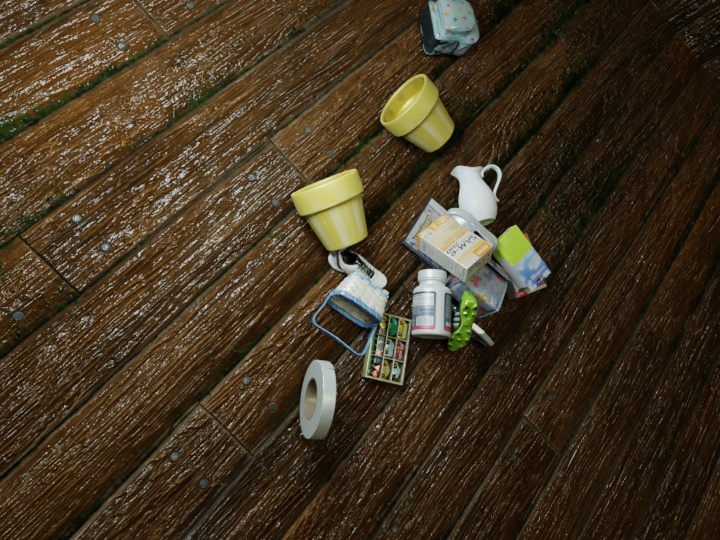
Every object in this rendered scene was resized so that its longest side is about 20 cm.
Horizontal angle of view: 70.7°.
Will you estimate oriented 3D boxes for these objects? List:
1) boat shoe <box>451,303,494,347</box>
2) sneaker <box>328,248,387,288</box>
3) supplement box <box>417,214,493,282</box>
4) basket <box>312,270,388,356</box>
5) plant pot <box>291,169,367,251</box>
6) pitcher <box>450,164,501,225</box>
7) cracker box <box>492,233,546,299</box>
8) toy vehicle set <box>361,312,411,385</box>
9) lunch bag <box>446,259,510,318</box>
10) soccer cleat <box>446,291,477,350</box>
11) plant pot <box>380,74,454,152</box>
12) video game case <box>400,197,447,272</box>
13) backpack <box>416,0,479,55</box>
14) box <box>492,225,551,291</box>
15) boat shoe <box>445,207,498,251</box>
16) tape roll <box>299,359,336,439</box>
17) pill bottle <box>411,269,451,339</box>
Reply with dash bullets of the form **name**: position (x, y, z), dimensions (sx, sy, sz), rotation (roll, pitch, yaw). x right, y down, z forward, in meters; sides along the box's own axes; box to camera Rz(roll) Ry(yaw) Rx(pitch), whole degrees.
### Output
- **boat shoe**: position (0.342, 0.186, 1.628), dimensions (0.200, 0.069, 0.057), rotation (41, 94, -10)
- **sneaker**: position (0.000, 0.000, 1.512), dimensions (0.200, 0.080, 0.074), rotation (29, 68, -16)
- **supplement box**: position (0.289, -0.072, 1.567), dimensions (0.126, 0.074, 0.200), rotation (-39, 59, -23)
- **basket**: position (-0.020, 0.119, 1.442), dimensions (0.176, 0.139, 0.200), rotation (38, 59, -10)
- **plant pot**: position (-0.071, -0.167, 1.459), dimensions (0.200, 0.201, 0.189), rotation (-29, 107, -25)
- **pitcher**: position (0.409, -0.257, 1.708), dimensions (0.171, 0.121, 0.201), rotation (-12, 76, -2)
- **cracker box**: position (0.544, -0.015, 1.753), dimensions (0.134, 0.058, 0.201), rotation (-18, 86, -24)
- **toy vehicle set**: position (0.080, 0.232, 1.522), dimensions (0.124, 0.027, 0.201), rotation (15, 73, -19)
- **lunch bag**: position (0.385, 0.022, 1.644), dimensions (0.169, 0.127, 0.200), rotation (40, 53, -11)
- **soccer cleat**: position (0.312, 0.158, 1.558), dimensions (0.067, 0.201, 0.081), rotation (11, 29, -5)
- **plant pot**: position (0.198, -0.494, 1.649), dimensions (0.189, 0.201, 0.201), rotation (36, 67, -27)
- **video game case**: position (0.249, -0.109, 1.668), dimensions (0.181, 0.025, 0.200), rotation (38, 67, -11)
- **backpack**: position (0.324, -0.862, 1.800), dimensions (0.199, 0.153, 0.176), rotation (-1, 74, -30)
- **box**: position (0.532, -0.037, 1.695), dimensions (0.122, 0.048, 0.200), rotation (-39, 93, -24)
- **boat shoe**: position (0.354, -0.124, 1.638), dimensions (0.200, 0.072, 0.068), rotation (45, 33, 5)
- **tape roll**: position (-0.113, 0.335, 1.324), dimensions (0.037, 0.203, 0.204), rotation (10, 75, -20)
- **pill bottle**: position (0.219, 0.104, 1.558), dimensions (0.119, 0.120, 0.201), rotation (9, 75, -20)
